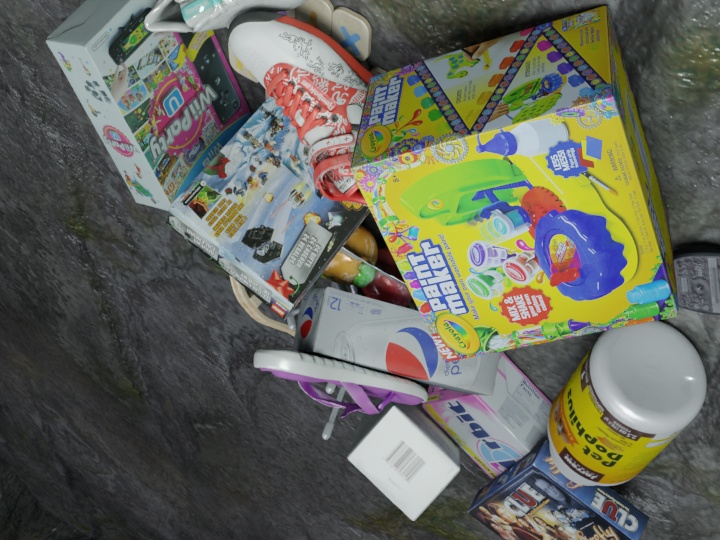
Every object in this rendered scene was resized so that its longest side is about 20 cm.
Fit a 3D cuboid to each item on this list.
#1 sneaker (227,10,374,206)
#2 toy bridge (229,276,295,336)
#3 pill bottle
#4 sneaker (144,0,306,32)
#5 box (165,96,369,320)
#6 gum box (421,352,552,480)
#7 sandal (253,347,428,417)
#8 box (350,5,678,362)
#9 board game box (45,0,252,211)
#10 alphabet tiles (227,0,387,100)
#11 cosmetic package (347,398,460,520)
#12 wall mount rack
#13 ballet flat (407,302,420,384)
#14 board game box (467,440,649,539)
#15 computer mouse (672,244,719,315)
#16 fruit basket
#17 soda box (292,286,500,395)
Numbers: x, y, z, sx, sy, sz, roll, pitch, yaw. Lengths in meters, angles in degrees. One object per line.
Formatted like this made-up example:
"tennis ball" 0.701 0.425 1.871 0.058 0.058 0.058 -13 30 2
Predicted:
"sneaker" -0.035 -0.132 0.958 0.199 0.109 0.067 30 144 -18
"toy bridge" -0.122 0.020 1.383 0.027 0.067 0.201 -3 131 51
"pill bottle" 0.243 0.135 1.067 0.108 0.110 0.201 33 151 11
"sneaker" -0.114 -0.240 0.967 0.198 0.088 0.076 -11 111 49
"box" -0.060 -0.075 1.002 0.136 0.201 0.040 38 152 1
"gum box" 0.170 0.183 1.267 0.200 0.066 0.113 46 150 -12
"sandal" -0.022 0.114 1.071 0.200 0.051 0.082 19 170 -36
"box" 0.121 -0.058 0.846 0.189 0.123 0.202 -13 128 21
"board game box" -0.199 -0.184 1.101 0.063 0.148 0.202 13 143 34
"alphabet tiles" -0.045 -0.184 1.055 0.198 0.015 0.197 31 151 15
"cosmetic package" 0.055 0.201 1.313 0.107 0.085 0.200 42 -175 1
"wall mount rack" -0.037 0.084 1.303 0.201 0.073 0.176 95 155 -57
"ballet flat" 0.041 0.071 1.229 0.067 0.070 0.200 11 -164 -10
"board game box" 0.211 0.269 1.236 0.135 0.035 0.201 36 150 3
"computer mouse" 0.328 0.011 0.881 0.197 0.034 0.060 10 124 35
"fruit basket" 0.000 0.000 1.143 0.198 0.095 0.185 34 179 -1
"soda box" 0.038 0.070 1.096 0.197 0.065 0.068 16 171 -22
